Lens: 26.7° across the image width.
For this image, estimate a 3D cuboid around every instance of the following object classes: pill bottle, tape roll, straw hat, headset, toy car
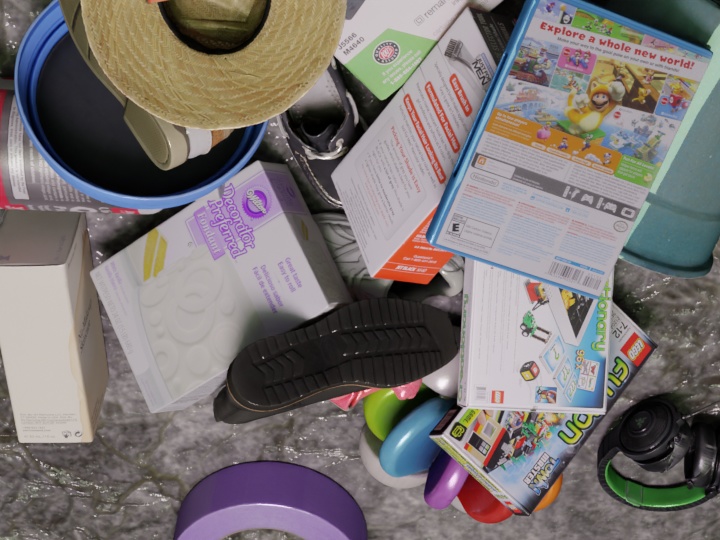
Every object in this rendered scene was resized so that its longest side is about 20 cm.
[{"bbox_3d":[-0.214,-0.103,1.261,0.200,0.111,0.111,2,124,2],"label":"pill bottle"},{"bbox_3d":[-0.093,0.291,1.555,0.200,0.066,0.200,2,125,2],"label":"tape roll"},{"bbox_3d":[-0.105,-0.206,1.099,0.201,0.085,0.201,-1,102,-3],"label":"straw hat"},{"bbox_3d":[0.307,0.176,1.441,0.123,0.094,0.200,21,134,-12],"label":"headset"},{"bbox_3d":[0.097,0.163,1.406,0.200,0.150,0.175,21,123,-12],"label":"toy car"}]

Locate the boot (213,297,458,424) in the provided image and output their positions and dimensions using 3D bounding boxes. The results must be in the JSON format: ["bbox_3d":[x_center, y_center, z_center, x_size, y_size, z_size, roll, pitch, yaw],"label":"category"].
[{"bbox_3d":[-0.029,0.082,1.309,0.200,0.078,0.138,-8,166,-18],"label":"boot"}]

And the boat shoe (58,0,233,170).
[{"bbox_3d":[-0.166,-0.173,1.153,0.200,0.068,0.075,60,153,7],"label":"boat shoe"}]

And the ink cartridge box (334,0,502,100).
[{"bbox_3d":[0.000,-0.254,1.164,0.145,0.084,0.200,-38,115,25],"label":"ink cartridge box"}]

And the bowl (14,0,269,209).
[{"bbox_3d":[-0.170,-0.140,1.196,0.200,0.201,0.039,13,157,-7],"label":"bowl"}]

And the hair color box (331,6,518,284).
[{"bbox_3d":[0.067,-0.093,1.185,0.064,0.111,0.200,6,140,-37],"label":"hair color box"}]

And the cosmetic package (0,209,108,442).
[{"bbox_3d":[-0.280,0.049,1.374,0.073,0.104,0.200,0,126,1],"label":"cosmetic package"}]

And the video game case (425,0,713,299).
[{"bbox_3d":[0.148,-0.089,1.087,0.143,0.018,0.200,18,107,-17],"label":"video game case"}]

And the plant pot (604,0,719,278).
[{"bbox_3d":[0.237,-0.130,1.186,0.200,0.200,0.196,22,115,-13],"label":"plant pot"}]

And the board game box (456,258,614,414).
[{"bbox_3d":[0.152,0.020,1.300,0.126,0.035,0.200,4,89,-12],"label":"board game box"}]

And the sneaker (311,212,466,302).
[{"bbox_3d":[0.000,0.000,1.329,0.200,0.099,0.078,-11,123,10],"label":"sneaker"}]

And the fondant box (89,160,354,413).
[{"bbox_3d":[-0.123,0.016,1.324,0.200,0.058,0.144,-31,76,20],"label":"fondant box"}]

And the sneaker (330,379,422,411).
[{"bbox_3d":[-0.034,0.084,1.369,0.200,0.074,0.087,-4,87,24],"label":"sneaker"}]

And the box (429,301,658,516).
[{"bbox_3d":[0.164,0.106,1.346,0.110,0.035,0.200,42,73,-8],"label":"box"}]

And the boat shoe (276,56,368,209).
[{"bbox_3d":[-0.034,-0.129,1.266,0.074,0.060,0.200,-7,124,7],"label":"boat shoe"}]
